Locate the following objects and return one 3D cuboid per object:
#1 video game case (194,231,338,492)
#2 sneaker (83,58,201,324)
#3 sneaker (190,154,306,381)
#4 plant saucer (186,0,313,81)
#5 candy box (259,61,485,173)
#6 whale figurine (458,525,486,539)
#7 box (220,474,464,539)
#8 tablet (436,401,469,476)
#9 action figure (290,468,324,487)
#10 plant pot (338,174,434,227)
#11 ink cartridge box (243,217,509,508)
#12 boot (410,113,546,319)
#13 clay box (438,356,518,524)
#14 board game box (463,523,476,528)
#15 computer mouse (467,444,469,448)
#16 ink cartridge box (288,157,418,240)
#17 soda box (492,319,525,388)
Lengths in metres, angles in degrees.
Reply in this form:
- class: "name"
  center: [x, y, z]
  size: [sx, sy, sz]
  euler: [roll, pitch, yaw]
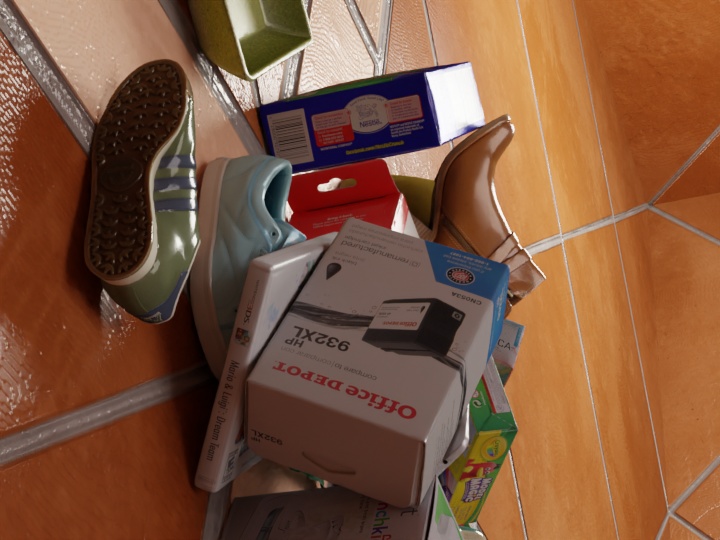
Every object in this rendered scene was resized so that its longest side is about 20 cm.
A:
- class: "video game case"
  center: [-0.066, 0.067, 1.143]
  size: [0.200, 0.024, 0.182]
  euler: [-23, 130, -71]
- class: "sneaker"
  center: [-0.150, -0.051, 1.030]
  size: [0.090, 0.067, 0.200]
  euler: [68, 21, -51]
- class: "sneaker"
  center: [-0.087, -0.006, 1.151]
  size: [0.074, 0.082, 0.200]
  euler: [38, 47, -62]
- class: "plant saucer"
  center: [-0.116, -0.277, 1.267]
  size: [0.200, 0.048, 0.200]
  euler: [-52, 129, -66]
- class: "candy box"
  center: [0.017, -0.152, 1.399]
  size: [0.200, 0.169, 0.077]
  euler: [-32, 112, -71]
- class: "whale figurine"
  center: [0.042, 0.275, 1.299]
  size: [0.200, 0.159, 0.104]
  euler: [52, 5, -35]
- class: "box"
  center: [0.003, 0.270, 1.122]
  size: [0.097, 0.176, 0.200]
  euler: [-76, 149, -51]
- class: "tablet"
  center: [0.049, 0.123, 1.200]
  size: [0.014, 0.130, 0.200]
  euler: [34, 28, -16]
- class: "action figure"
  center: [-0.029, 0.138, 1.216]
  size: [0.200, 0.055, 0.118]
  euler: [32, 71, -73]
- class: "plant pot"
  center: [0.073, -0.018, 1.533]
  size: [0.200, 0.142, 0.200]
  euler: [-11, 90, -71]
- class: "ink cartridge box"
  center: [0.016, 0.066, 1.106]
  size: [0.084, 0.145, 0.200]
  euler: [94, 19, -44]
- class: "boot"
  center: [0.129, -0.044, 1.431]
  size: [0.155, 0.200, 0.074]
  euler: [40, -3, 5]
- class: "clay box"
  center: [0.098, 0.172, 1.436]
  size: [0.200, 0.048, 0.115]
  euler: [104, -25, -49]
- class: "board game box"
  center: [0.107, 0.199, 1.697]
  size: [0.135, 0.029, 0.200]
  euler: [60, 27, -47]
- class: "computer mouse"
  center: [0.056, 0.159, 1.387]
  size: [0.046, 0.140, 0.200]
  euler: [-53, 135, -32]
- class: "ink cartridge box"
  center: [0.000, 0.000, 1.350]
  size: [0.067, 0.116, 0.200]
  euler: [-75, 148, -50]
- class: "soda box"
  center: [0.113, 0.133, 1.532]
  size: [0.200, 0.063, 0.068]
  euler: [110, 1, -46]
